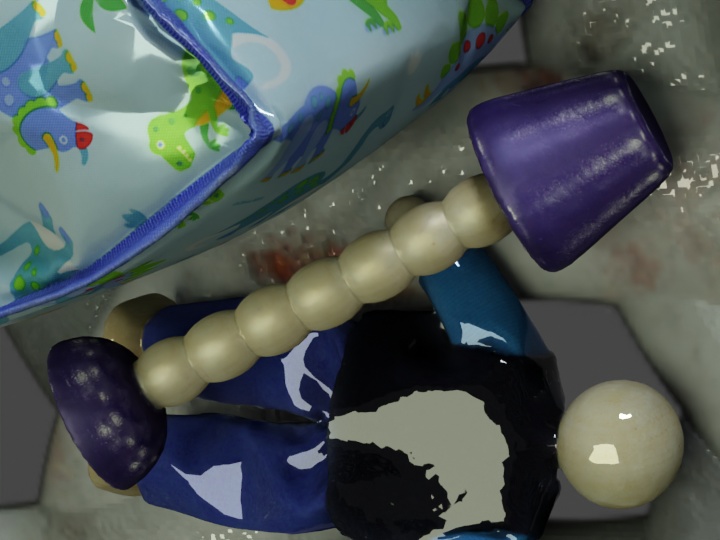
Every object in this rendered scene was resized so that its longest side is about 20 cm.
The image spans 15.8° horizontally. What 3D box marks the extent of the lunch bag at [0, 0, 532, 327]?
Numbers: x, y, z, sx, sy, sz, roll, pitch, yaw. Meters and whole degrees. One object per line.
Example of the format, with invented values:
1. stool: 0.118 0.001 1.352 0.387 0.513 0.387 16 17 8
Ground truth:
1. lunch bag: -0.076 -0.053 0.784 0.200 0.170 0.128 -40 84 36

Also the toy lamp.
1. toy lamp: 0.000 0.000 0.792 0.199 0.058 0.058 -28 90 11

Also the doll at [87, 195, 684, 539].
1. doll: 0.008 0.044 0.835 0.199 0.048 0.137 6 87 29
